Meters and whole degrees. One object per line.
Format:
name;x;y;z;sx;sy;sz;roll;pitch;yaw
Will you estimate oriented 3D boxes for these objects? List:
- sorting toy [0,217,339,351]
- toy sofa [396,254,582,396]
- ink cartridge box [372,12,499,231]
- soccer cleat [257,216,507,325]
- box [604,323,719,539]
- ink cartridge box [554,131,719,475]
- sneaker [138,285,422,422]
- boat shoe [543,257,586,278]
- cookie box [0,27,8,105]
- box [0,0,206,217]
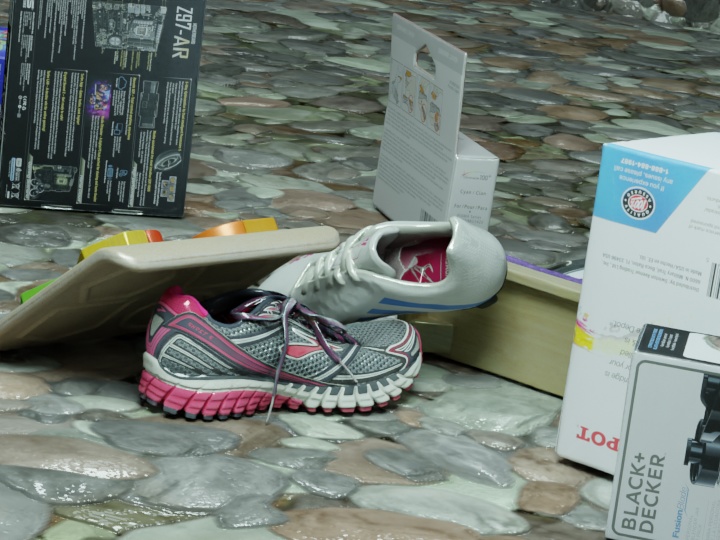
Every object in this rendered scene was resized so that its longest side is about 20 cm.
sorting toy;-0.139;0.006;1.438;0.184;0.037;0.200;-7;-13;-43
toy sofa;0.128;0.037;1.527;0.199;0.083;0.097;18;19;36
ink cartridge box;0.066;-0.115;1.892;0.044;0.177;0.200;3;15;-18
soccer cleat;0.000;0.000;1.491;0.199;0.070;0.086;-13;-28;25
box;0.244;0.108;1.245;0.199;0.117;0.060;11;17;11
ink cartridge box;0.229;0.030;1.365;0.146;0.201;0.146;17;16;35
sneaker;-0.044;0.048;1.416;0.199;0.075;0.080;-2;17;-35
boat shoe;0.192;0.013;1.681;0.199;0.069;0.056;-9;20;-40
cookie box;-0.406;-0.198;2.189;0.199;0.076;0.171;7;15;-1
box;-0.216;-0.150;1.843;0.159;0.201;0.044;3;16;-14
